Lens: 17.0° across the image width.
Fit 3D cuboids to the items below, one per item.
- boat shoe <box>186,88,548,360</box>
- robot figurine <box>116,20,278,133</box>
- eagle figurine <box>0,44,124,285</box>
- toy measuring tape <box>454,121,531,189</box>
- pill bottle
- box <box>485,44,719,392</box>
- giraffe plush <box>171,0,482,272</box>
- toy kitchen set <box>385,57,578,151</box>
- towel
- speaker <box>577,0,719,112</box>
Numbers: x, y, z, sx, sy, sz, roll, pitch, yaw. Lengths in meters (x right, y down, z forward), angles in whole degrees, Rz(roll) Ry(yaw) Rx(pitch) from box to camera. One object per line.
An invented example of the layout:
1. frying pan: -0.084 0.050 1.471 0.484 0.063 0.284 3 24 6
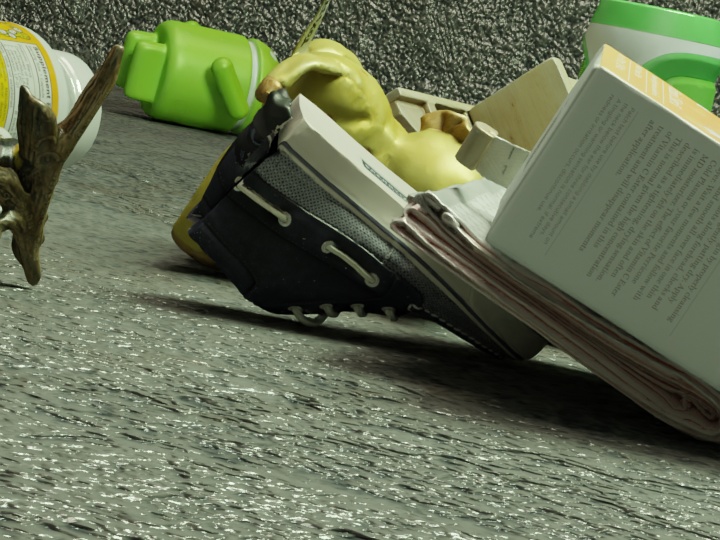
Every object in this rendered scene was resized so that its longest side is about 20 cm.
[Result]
1. boat shoe: 0.000 0.000 1.258 0.200 0.093 0.075 41 12 -15
2. robot figurine: -0.180 -0.224 2.809 0.199 0.116 0.175 10 15 -23
3. eagle figurine: -0.224 -0.076 1.207 0.200 0.152 0.151 33 -22 27
4. toy measuring tape: 0.129 -0.044 1.257 0.199 0.074 0.074 22 1 -26
5. pill bottle: -0.265 -0.113 1.593 0.112 0.113 0.200 15 7 33
6. box: 0.170 -0.009 1.130 0.200 0.098 0.124 33 12 0
7. giraffe plush: 0.009 -0.051 1.408 0.162 0.200 0.173 35 40 1
8. toy kitchen set: 0.081 -0.027 1.661 0.200 0.181 0.163 -31 -22 28
9. towel: 0.117 0.015 1.213 0.191 0.032 0.200 35 11 9
10. speaker: 0.156 -0.053 1.409 0.088 0.201 0.088 11 5 -1
